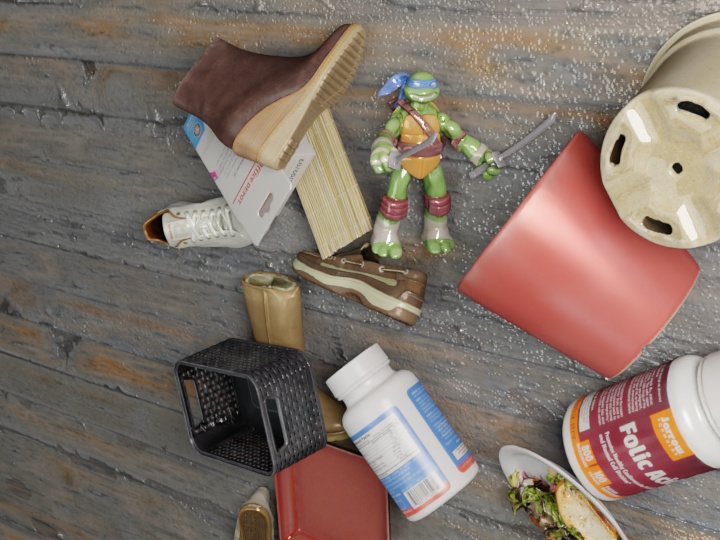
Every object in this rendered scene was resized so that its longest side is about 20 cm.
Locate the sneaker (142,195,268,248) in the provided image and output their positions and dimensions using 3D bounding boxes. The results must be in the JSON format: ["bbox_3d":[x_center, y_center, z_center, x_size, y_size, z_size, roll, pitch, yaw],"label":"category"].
[{"bbox_3d":[-0.209,-0.056,1.423,0.197,0.084,0.074,-4,105,37],"label":"sneaker"}]

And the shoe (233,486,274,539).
[{"bbox_3d":[-0.159,0.413,1.616,0.068,0.054,0.203,9,124,-1],"label":"shoe"}]

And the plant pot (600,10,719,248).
[{"bbox_3d":[0.305,-0.110,0.932,0.198,0.183,0.204,16,119,31],"label":"plant pot"}]

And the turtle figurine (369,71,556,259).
[{"bbox_3d":[0.077,-0.098,1.143,0.198,0.143,0.197,27,128,30],"label":"turtle figurine"}]

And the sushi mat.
[{"bbox_3d":[-0.050,-0.122,1.286,0.095,0.012,0.203,-31,75,43],"label":"sushi mat"}]

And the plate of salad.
[{"bbox_3d":[0.226,0.278,1.202,0.199,0.048,0.201,41,161,17],"label":"plate of salad"}]

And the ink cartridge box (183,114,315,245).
[{"bbox_3d":[-0.129,-0.144,1.303,0.202,0.067,0.116,58,134,22],"label":"ink cartridge box"}]

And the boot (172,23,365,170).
[{"bbox_3d":[-0.106,-0.230,1.220,0.165,0.072,0.201,35,86,19],"label":"boot"}]

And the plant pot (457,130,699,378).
[{"bbox_3d":[0.220,-0.005,1.051,0.177,0.200,0.201,39,129,5],"label":"plant pot"}]

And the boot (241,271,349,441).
[{"bbox_3d":[-0.083,0.114,1.411,0.173,0.066,0.204,9,113,35],"label":"boot"}]

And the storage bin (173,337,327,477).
[{"bbox_3d":[-0.146,0.174,1.395,0.198,0.093,0.138,4,109,48],"label":"storage bin"}]

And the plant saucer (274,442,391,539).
[{"bbox_3d":[-0.033,0.321,1.481,0.197,0.037,0.204,13,117,33],"label":"plant saucer"}]

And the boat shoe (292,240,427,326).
[{"bbox_3d":[0.003,0.002,1.304,0.200,0.074,0.076,22,88,36],"label":"boat shoe"}]

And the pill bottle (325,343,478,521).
[{"bbox_3d":[0.047,0.195,1.314,0.112,0.112,0.202,-40,82,41],"label":"pill bottle"}]

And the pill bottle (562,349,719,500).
[{"bbox_3d":[0.314,0.155,1.085,0.199,0.114,0.115,-32,89,42],"label":"pill bottle"}]
